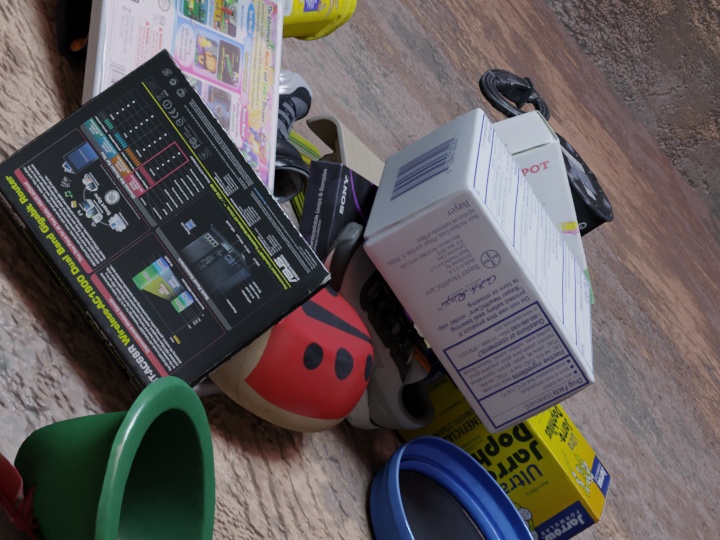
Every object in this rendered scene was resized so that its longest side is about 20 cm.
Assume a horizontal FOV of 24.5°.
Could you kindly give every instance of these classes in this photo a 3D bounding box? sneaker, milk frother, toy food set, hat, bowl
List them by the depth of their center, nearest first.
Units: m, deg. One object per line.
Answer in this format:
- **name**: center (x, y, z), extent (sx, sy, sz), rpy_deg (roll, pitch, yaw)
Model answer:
- **hat**: center (-0.193, 0.130, 0.963), extent (0.166, 0.175, 0.202), rpy_deg (-27, 119, -72)
- **sneaker**: center (0.017, 0.047, 1.354), extent (0.074, 0.079, 0.201), rpy_deg (-50, 137, -42)
- **bowl**: center (0.083, 0.233, 1.373), extent (0.200, 0.039, 0.201), rpy_deg (40, 28, -27)
- **sneaker**: center (-0.192, -0.174, 1.392), extent (0.201, 0.077, 0.112), rpy_deg (56, 31, 6)
- **sneaker**: center (-0.083, -0.117, 1.530), extent (0.114, 0.075, 0.200), rpy_deg (57, 26, 6)
- **toy food set**: center (0.002, -0.039, 1.594), extent (0.143, 0.060, 0.201), rpy_deg (41, 32, -46)
- **milk frother**: center (0.150, -0.096, 1.851), extent (0.180, 0.188, 0.201), rpy_deg (43, 22, -31)

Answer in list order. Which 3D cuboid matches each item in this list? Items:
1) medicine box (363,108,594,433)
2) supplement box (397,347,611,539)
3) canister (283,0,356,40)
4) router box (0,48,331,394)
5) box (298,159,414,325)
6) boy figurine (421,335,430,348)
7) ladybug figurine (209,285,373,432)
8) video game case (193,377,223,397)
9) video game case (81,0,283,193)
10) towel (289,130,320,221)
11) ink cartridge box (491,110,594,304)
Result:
- **medicine box**: center (0.103, -0.002, 1.371), extent (0.201, 0.102, 0.182), rpy_deg (56, 19, -17)
- **supplement box**: center (0.124, 0.155, 1.506), extent (0.200, 0.109, 0.110), rpy_deg (53, 20, -4)
- **canister**: center (-0.099, -0.295, 1.628), extent (0.149, 0.086, 0.200), rpy_deg (59, 25, 3)
- **router box**: center (-0.138, -0.026, 1.134), extent (0.201, 0.150, 0.062), rpy_deg (54, -15, -1)
- **box**: center (0.000, 0.000, 1.434), extent (0.200, 0.036, 0.144), rpy_deg (25, 73, -61)
- **boy figurine**: center (0.093, 0.069, 1.644), extent (0.124, 0.064, 0.201), rpy_deg (9, 52, -59)
- **ladybug figurine**: center (-0.054, 0.049, 1.246), extent (0.200, 0.072, 0.137), rpy_deg (26, 41, -49)
- **video game case**: center (-0.134, 0.010, 1.280), extent (0.183, 0.022, 0.200), rpy_deg (59, 20, 11)
- **video game case**: center (-0.143, -0.165, 1.366), extent (0.181, 0.024, 0.202), rpy_deg (19, 62, -37)
- **towel**: center (-0.036, -0.057, 1.617), extent (0.086, 0.018, 0.201), rpy_deg (27, 34, -51)
- **ink cartridge box**: center (0.146, -0.044, 1.708), extent (0.088, 0.144, 0.201), rpy_deg (-111, -177, -59)
